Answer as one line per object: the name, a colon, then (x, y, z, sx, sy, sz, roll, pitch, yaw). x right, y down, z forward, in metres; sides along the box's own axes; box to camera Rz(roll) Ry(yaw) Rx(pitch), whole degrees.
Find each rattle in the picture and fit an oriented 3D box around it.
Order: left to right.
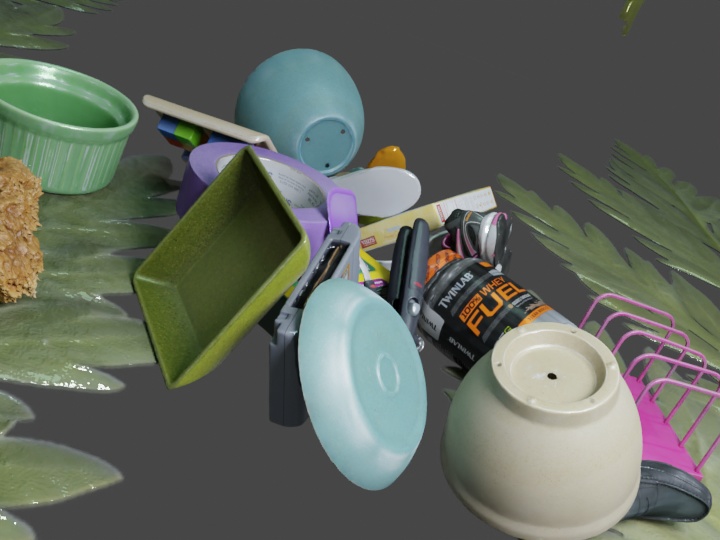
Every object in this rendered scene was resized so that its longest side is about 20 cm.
rattle: (0.019, -0.165, 1.420, 0.129, 0.144, 0.200, 9, 29, 10)

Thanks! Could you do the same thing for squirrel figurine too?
squirrel figurine: (-0.383, -0.039, 0.805, 0.199, 0.142, 0.187, 11, 33, -20)

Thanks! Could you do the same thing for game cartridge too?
game cartridge: (-0.042, 0.056, 0.900, 0.041, 0.134, 0.200, 9, 35, 14)

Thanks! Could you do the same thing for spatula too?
spatula: (0.000, 0.000, 1.007, 0.056, 0.020, 0.201, 6, 61, -53)

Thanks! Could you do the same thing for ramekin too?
ramekin: (-0.388, -0.178, 1.119, 0.199, 0.098, 0.200, 19, 25, -9)

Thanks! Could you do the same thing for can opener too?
can opener: (0.050, 0.025, 1.048, 0.079, 0.063, 0.201, 38, 57, -33)

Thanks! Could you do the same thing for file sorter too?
file sorter: (0.352, 0.138, 1.112, 0.138, 0.126, 0.200, 17, 25, -15)

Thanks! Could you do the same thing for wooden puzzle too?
wooden puzzle: (-0.194, -0.165, 1.244, 0.184, 0.047, 0.200, 20, -8, 14)

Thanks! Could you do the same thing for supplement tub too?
supplement tub: (0.156, 0.067, 1.083, 0.200, 0.123, 0.122, 37, 27, 28)

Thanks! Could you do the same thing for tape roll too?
tape roll: (-0.115, -0.080, 1.069, 0.199, 0.066, 0.200, 18, 24, -8)

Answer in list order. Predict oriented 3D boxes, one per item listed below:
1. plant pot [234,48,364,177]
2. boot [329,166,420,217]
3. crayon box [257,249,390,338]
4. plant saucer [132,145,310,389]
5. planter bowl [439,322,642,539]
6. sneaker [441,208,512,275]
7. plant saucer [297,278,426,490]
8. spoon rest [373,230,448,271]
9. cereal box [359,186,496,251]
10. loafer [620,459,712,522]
plant pot: (-0.074, -0.213, 1.339, 0.199, 0.201, 0.135, 8, 26, -30)
boot: (-0.010, -0.115, 1.284, 0.198, 0.074, 0.096, -7, 19, 10)
crayon box: (-0.076, 0.002, 1.084, 0.172, 0.059, 0.199, 37, 28, 29)
plant saucer: (-0.135, -0.001, 0.905, 0.048, 0.200, 0.200, 34, 13, -39)
planter bowl: (0.179, 0.138, 0.862, 0.198, 0.135, 0.201, 0, 40, 0)
sneaker: (0.150, -0.020, 1.189, 0.086, 0.201, 0.081, 20, 56, 19)
plant saucer: (0.013, 0.100, 0.837, 0.200, 0.036, 0.201, 39, 42, -47)
spoon rest: (0.070, -0.006, 1.204, 0.199, 0.100, 0.061, -1, 18, -25)
cereal box: (0.096, -0.075, 1.314, 0.200, 0.143, 0.040, -22, 94, -56)
loafer: (0.270, 0.232, 0.926, 0.199, 0.068, 0.071, 15, 33, -6)
